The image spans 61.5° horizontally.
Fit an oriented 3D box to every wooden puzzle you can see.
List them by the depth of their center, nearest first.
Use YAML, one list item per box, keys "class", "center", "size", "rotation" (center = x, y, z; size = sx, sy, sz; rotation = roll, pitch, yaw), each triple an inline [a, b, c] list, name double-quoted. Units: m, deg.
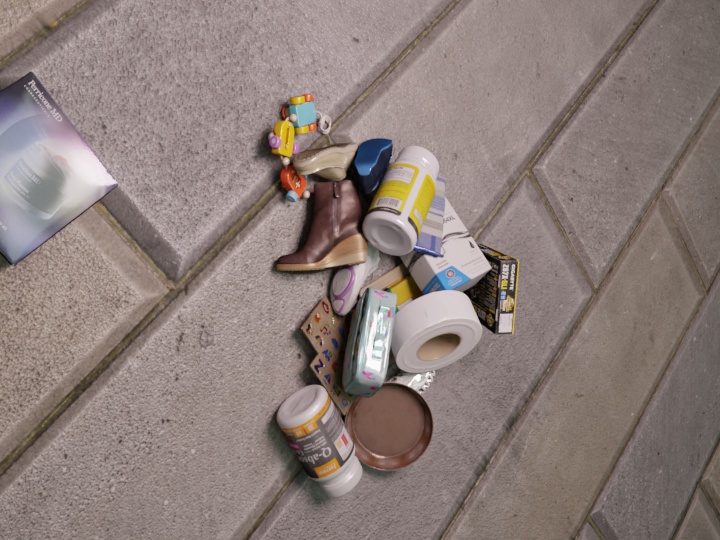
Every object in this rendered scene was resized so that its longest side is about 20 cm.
- class: "wooden puzzle"
  center: [0.102, 0.087, 1.370]
  size: [0.197, 0.037, 0.190]
  rotation: [-31, 107, -28]

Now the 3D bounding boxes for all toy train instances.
- class: "toy train"
  center: [-0.131, -0.249, 1.206]
  size: [0.151, 0.054, 0.205]
  rotation: [51, 53, -51]

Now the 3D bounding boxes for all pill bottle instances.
- class: "pill bottle"
  center: [0.087, -0.143, 1.208]
  size: [0.114, 0.113, 0.204]
  rotation: [42, 55, -26]
- class: "pill bottle"
  center: [-0.078, 0.344, 1.218]
  size: [0.115, 0.115, 0.204]
  rotation: [-35, 109, -26]

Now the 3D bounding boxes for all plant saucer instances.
- class: "plant saucer"
  center: [0.061, 0.331, 1.309]
  size: [0.192, 0.035, 0.208]
  rotation: [0, 103, -2]

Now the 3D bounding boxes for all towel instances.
- class: "towel"
  center: [0.112, -0.133, 1.291]
  size: [0.142, 0.024, 0.206]
  rotation: [14, 61, -11]

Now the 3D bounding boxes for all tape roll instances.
- class: "tape roll"
  center: [0.156, 0.132, 1.279]
  size: [0.197, 0.204, 0.072]
  rotation: [7, 47, -32]

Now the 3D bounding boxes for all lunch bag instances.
- class: "lunch bag"
  center: [0.017, 0.139, 1.214]
  size: [0.074, 0.161, 0.207]
  rotation: [11, 66, -7]

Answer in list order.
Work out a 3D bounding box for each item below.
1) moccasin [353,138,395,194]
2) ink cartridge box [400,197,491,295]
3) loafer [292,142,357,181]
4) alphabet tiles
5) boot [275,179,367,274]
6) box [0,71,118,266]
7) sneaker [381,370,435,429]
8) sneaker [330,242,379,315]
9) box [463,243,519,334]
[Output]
- class: "moccasin"
  center: [0.021, -0.219, 1.259]
  size: [0.201, 0.078, 0.070]
  rotation: [-58, 147, -55]
- class: "ink cartridge box"
  center: [0.170, -0.045, 1.330]
  size: [0.143, 0.085, 0.203]
  rotation: [-23, 74, -30]
- class: "loafer"
  center: [-0.061, -0.211, 1.206]
  size: [0.198, 0.074, 0.071]
  rotation: [-30, 115, -53]
- class: "alphabet tiles"
  center: [-0.047, 0.165, 1.260]
  size: [0.203, 0.007, 0.168]
  rotation: [58, 43, -20]
- class: "boot"
  center: [-0.083, -0.086, 1.216]
  size: [0.192, 0.072, 0.173]
  rotation: [-9, 85, -4]
- class: "box"
  center: [-0.515, -0.150, 0.919]
  size: [0.199, 0.122, 0.203]
  rotation: [-45, 114, -24]
- class: "sneaker"
  center: [0.106, 0.253, 1.362]
  size: [0.080, 0.075, 0.204]
  rotation: [35, 73, -18]
- class: "sneaker"
  center: [0.000, 0.000, 1.276]
  size: [0.098, 0.073, 0.207]
  rotation: [25, 78, -43]
- class: "box"
  center: [0.291, 0.037, 1.381]
  size: [0.047, 0.200, 0.166]
  rotation: [-3, 102, -12]
